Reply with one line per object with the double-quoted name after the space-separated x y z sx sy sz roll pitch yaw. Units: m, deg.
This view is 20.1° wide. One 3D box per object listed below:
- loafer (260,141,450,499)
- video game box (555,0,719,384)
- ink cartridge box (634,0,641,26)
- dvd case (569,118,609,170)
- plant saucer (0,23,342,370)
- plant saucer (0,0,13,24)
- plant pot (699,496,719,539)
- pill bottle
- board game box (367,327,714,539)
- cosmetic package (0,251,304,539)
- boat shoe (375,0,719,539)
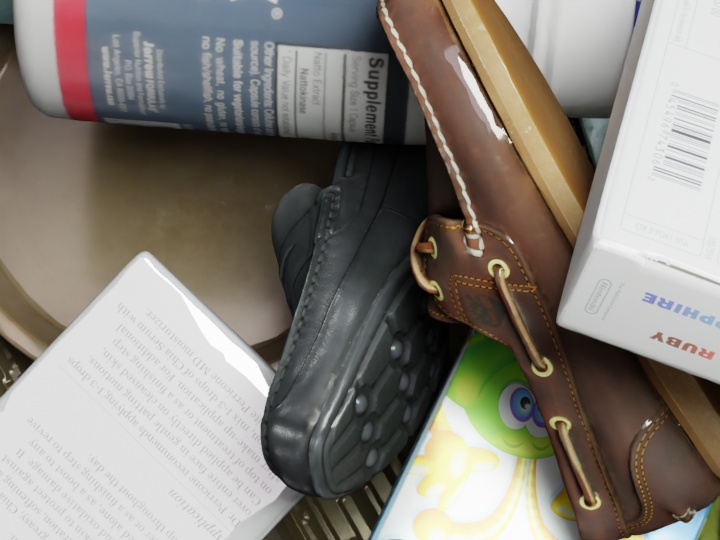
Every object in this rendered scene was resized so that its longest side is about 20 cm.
0.000 0.000 0.715 0.070 0.068 0.201 7 43 17 "loafer"
0.166 -0.036 0.609 0.182 0.047 0.200 19 50 2 "video game box"
0.167 -0.174 0.765 0.199 0.047 0.198 14 104 -1 "ink cartridge box"
0.137 -0.133 0.831 0.145 0.022 0.201 -14 76 -5 "dvd case"
-0.071 -0.046 0.799 0.199 0.029 0.201 0 75 -2 "plant saucer"
-0.124 -0.195 0.794 0.199 0.027 0.201 -7 73 22 "plant saucer"
0.229 0.089 0.696 0.199 0.184 0.201 0 77 -1 "plant pot"
-0.009 -0.105 0.692 0.199 0.120 0.120 4 76 1 "pill bottle"
0.063 0.090 0.731 0.103 0.105 0.201 26 77 4 "board game box"
-0.107 0.100 0.723 0.101 0.071 0.200 44 86 2 "cosmetic package"
0.052 0.000 0.633 0.070 0.070 0.200 -26 105 16 "boat shoe"
